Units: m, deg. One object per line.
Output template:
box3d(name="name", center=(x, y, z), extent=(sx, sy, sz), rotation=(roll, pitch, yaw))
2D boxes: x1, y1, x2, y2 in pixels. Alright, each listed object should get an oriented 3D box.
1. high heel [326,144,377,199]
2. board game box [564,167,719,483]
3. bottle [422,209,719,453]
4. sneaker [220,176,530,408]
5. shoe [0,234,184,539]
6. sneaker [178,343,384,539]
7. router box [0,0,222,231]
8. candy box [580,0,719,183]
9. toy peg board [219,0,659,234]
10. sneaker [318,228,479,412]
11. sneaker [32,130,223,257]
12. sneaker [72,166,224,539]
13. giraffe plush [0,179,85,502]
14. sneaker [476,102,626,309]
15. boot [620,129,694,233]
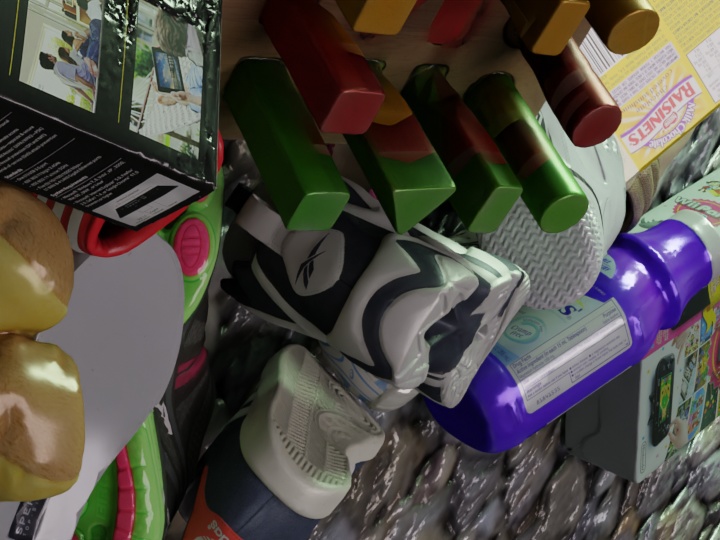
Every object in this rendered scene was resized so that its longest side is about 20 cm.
box3d(name="high heel", center=(-0.014, -0.071, 0.863), extent=(0.096, 0.067, 0.201), rotation=(-54, 158, -34))
box3d(name="board game box", center=(0.222, 0.030, 1.222), extent=(0.199, 0.064, 0.149), rotation=(-31, 130, -41))
box3d(name="bottle", center=(0.130, 0.030, 1.057), extent=(0.199, 0.083, 0.066), rotation=(-31, 118, -21))
box3d(name="sneaker", center=(0.000, 0.000, 0.845), extent=(0.080, 0.129, 0.199), rotation=(-58, 164, 10))
box3d(name="shoe", center=(-0.149, 0.070, 0.751), extent=(0.071, 0.091, 0.201), rotation=(35, 70, -39))
box3d(name="sneaker", center=(-0.045, 0.096, 0.880), extent=(0.085, 0.075, 0.200), rotation=(-46, 177, 11))
box3d(name="router box", center=(-0.115, -0.132, 0.612), extent=(0.149, 0.051, 0.202), rotation=(23, 57, -40))
box3d(name="candy box", center=(0.190, -0.146, 1.007), extent=(0.200, 0.026, 0.102), rotation=(-39, 116, -4))
box3d(name="toy peg board", center=(0.046, -0.104, 0.749), extent=(0.199, 0.098, 0.200), rotation=(-1, 138, -35))
box3d(name="sneaker", center=(0.048, 0.003, 0.989), extent=(0.073, 0.072, 0.200), rotation=(56, 44, -4))
box3d(name="sneaker", center=(-0.083, -0.099, 0.720), extent=(0.078, 0.115, 0.201), rotation=(8, 102, -53))
box3d(name="sneaker", center=(-0.103, 0.038, 0.820), extent=(0.084, 0.076, 0.202), rotation=(-28, 131, -80))
box3d(name="giraffe plush", center=(-0.212, 0.031, 0.623), extent=(0.161, 0.173, 0.200), rotation=(1, 142, -41))
box3d(name="sneaker", center=(0.082, -0.081, 0.950), extent=(0.201, 0.075, 0.115), rotation=(70, 20, 1))
box3d(name="boot", center=(0.162, -0.131, 1.058), extent=(0.156, 0.073, 0.200), rotation=(-52, 144, -19))
